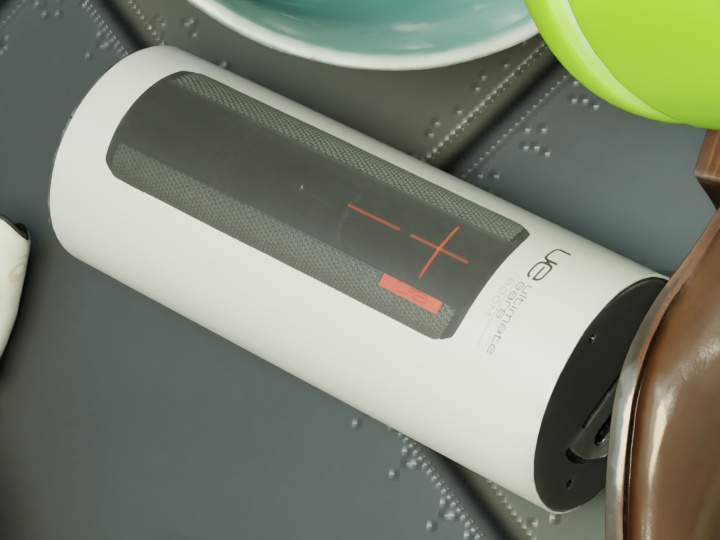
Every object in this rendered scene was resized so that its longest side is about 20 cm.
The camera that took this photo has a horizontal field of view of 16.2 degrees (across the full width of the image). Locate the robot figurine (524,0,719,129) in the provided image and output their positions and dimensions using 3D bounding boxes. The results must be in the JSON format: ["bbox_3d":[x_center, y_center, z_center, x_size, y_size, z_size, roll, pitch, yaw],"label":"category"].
[{"bbox_3d":[0.117,-0.095,0.666,0.200,0.116,0.176,6,114,59],"label":"robot figurine"}]

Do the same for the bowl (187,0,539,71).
[{"bbox_3d":[-0.011,-0.155,0.786,0.105,0.201,0.201,171,108,-70],"label":"bowl"}]

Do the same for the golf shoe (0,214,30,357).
[{"bbox_3d":[-0.201,-0.019,0.918,0.200,0.078,0.095,29,92,19],"label":"golf shoe"}]

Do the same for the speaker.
[{"bbox_3d":[0.000,0.000,0.798,0.200,0.081,0.081,27,95,30],"label":"speaker"}]

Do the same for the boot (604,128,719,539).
[{"bbox_3d":[0.179,0.034,0.706,0.200,0.064,0.187,13,86,26],"label":"boot"}]
